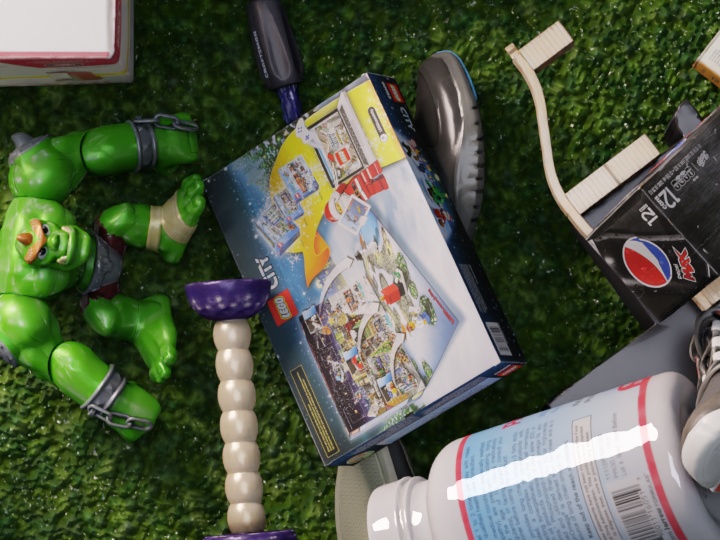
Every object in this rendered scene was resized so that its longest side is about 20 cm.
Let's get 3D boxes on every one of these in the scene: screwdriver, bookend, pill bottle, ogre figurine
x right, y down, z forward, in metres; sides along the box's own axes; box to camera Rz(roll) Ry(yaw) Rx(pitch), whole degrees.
[{"bbox_3d":[-0.040,-0.076,1.792,0.029,0.028,0.201,-14,86,29],"label":"screwdriver"},{"bbox_3d":[0.178,0.038,1.752,0.200,0.092,0.199,-36,85,-2],"label":"bookend"},{"bbox_3d":[0.110,0.137,1.651,0.200,0.109,0.109,-19,85,20],"label":"pill bottle"},{"bbox_3d":[-0.168,-0.003,1.753,0.120,0.098,0.201,10,100,-18],"label":"ogre figurine"}]

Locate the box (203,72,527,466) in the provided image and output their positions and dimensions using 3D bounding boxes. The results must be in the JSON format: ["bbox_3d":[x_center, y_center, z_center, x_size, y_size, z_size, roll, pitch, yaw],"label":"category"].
[{"bbox_3d":[0.000,0.000,1.731,0.136,0.038,0.200,-32,73,25],"label":"box"}]

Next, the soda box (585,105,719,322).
[{"bbox_3d":[0.219,-0.056,1.663,0.071,0.063,0.200,48,50,1],"label":"soda box"}]

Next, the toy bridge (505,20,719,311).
[{"bbox_3d":[0.149,-0.056,1.702,0.067,0.027,0.200,-37,84,0],"label":"toy bridge"}]

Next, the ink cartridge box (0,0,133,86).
[{"bbox_3d":[-0.211,-0.158,1.708,0.145,0.200,0.084,-1,90,-1],"label":"ink cartridge box"}]

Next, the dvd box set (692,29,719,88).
[{"bbox_3d":[0.333,-0.126,1.799,0.200,0.029,0.146,37,85,3],"label":"dvd box set"}]

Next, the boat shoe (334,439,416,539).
[{"bbox_3d":[0.037,0.192,1.759,0.067,0.072,0.201,-9,76,-38],"label":"boat shoe"}]

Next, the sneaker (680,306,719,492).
[{"bbox_3d":[0.213,0.063,1.623,0.082,0.200,0.077,39,117,14],"label":"sneaker"}]

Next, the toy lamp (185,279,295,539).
[{"bbox_3d":[-0.070,0.107,1.708,0.058,0.058,0.201,-3,87,-1],"label":"toy lamp"}]

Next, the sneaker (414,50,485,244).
[{"bbox_3d":[0.036,-0.038,1.766,0.082,0.073,0.201,1,84,1],"label":"sneaker"}]
